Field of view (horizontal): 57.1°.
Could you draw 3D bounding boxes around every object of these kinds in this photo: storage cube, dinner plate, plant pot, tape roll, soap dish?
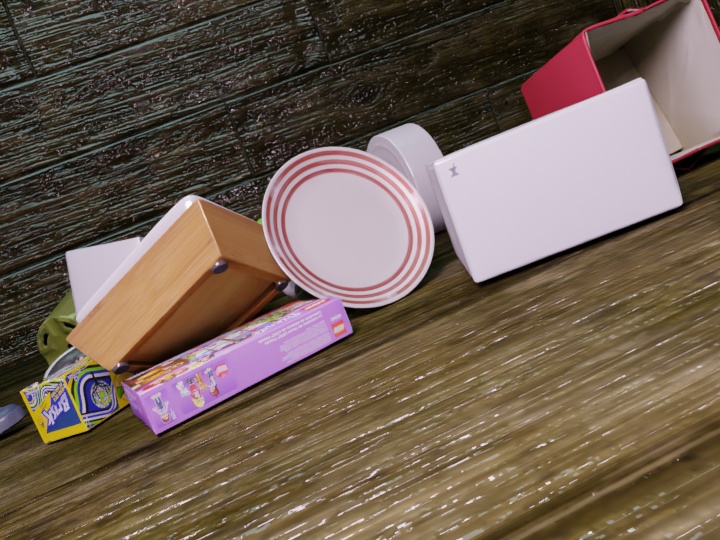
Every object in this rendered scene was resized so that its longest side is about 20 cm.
[{"bbox_3d":[0.336,-0.207,0.830,0.169,0.203,0.180,-23,0,-10],"label":"storage cube"},{"bbox_3d":[-0.013,-0.048,0.734,0.198,0.202,0.024,-25,-15,-29],"label":"dinner plate"},{"bbox_3d":[-0.472,0.096,1.191,0.197,0.202,0.191,-19,20,19],"label":"plant pot"},{"bbox_3d":[0.086,-0.156,1.186,0.070,0.205,0.202,-23,7,-17],"label":"tape roll"},{"bbox_3d":[-0.176,0.027,0.686,0.200,0.082,0.157,-43,-25,12],"label":"soap dish"}]

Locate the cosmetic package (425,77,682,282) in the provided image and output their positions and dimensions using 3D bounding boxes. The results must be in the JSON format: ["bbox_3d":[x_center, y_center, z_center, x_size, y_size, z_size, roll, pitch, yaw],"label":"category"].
[{"bbox_3d":[0.180,-0.090,0.677,0.197,0.125,0.200,-21,5,7],"label":"cosmetic package"}]

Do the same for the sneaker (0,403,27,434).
[{"bbox_3d":[-0.541,0.203,0.862,0.197,0.083,0.070,-22,6,-2],"label":"sneaker"}]

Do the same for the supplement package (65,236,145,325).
[{"bbox_3d":[-0.328,0.023,0.993,0.115,0.119,0.200,-11,-2,8],"label":"supplement package"}]

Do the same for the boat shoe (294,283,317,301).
[{"bbox_3d":[0.000,-0.001,0.858,0.199,0.072,0.068,-34,-22,-27],"label":"boat shoe"}]

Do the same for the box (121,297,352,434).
[{"bbox_3d":[-0.121,0.083,0.634,0.198,0.040,0.136,-25,7,-26],"label":"box"}]

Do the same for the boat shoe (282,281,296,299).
[{"bbox_3d":[-0.073,0.004,0.997,0.069,0.072,0.199,-16,5,31],"label":"boat shoe"}]

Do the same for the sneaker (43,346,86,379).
[{"bbox_3d":[-0.351,0.122,0.943,0.198,0.072,0.099,-20,0,-24],"label":"sneaker"}]

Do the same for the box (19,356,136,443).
[{"bbox_3d":[-0.282,0.120,0.766,0.069,0.065,0.200,-19,7,22],"label":"box"}]

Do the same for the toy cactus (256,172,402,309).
[{"bbox_3d":[-0.024,-0.039,0.791,0.196,0.167,0.103,-1,-29,-15],"label":"toy cactus"}]
